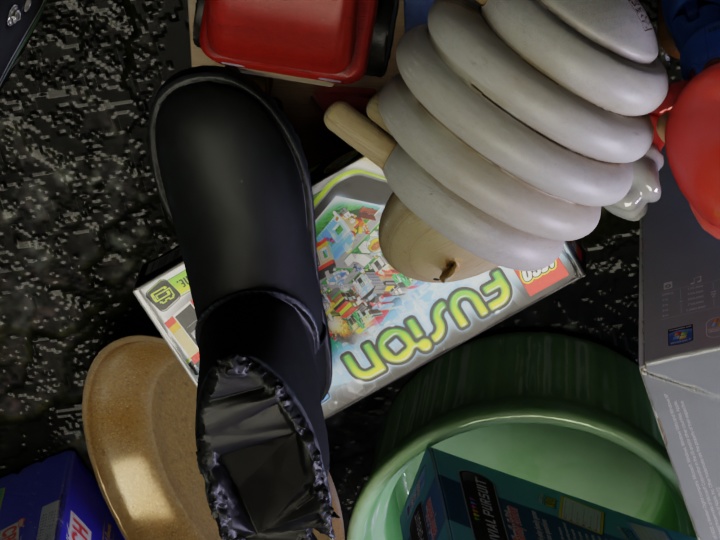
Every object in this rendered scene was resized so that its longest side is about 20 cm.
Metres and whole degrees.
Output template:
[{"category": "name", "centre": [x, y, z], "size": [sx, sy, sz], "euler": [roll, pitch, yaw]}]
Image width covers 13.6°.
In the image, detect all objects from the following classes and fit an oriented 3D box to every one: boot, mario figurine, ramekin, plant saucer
[{"category": "boot", "centre": [-0.054, 0.023, 1.391], "size": [0.073, 0.163, 0.199], "euler": [-11, 115, 7]}, {"category": "mario figurine", "centre": [0.184, -0.072, 1.445], "size": [0.106, 0.200, 0.124], "euler": [31, 121, -14]}, {"category": "ramekin", "centre": [0.094, 0.131, 1.648], "size": [0.198, 0.098, 0.201], "euler": [2, 124, 4]}, {"category": "plant saucer", "centre": [-0.072, 0.117, 1.644], "size": [0.200, 0.035, 0.201], "euler": [29, 136, 33]}]

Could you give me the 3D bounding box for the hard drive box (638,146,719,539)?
[{"category": "hard drive box", "centre": [0.195, 0.044, 1.521], "size": [0.076, 0.201, 0.157], "euler": [-13, 122, 13]}]

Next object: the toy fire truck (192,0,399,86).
[{"category": "toy fire truck", "centre": [-0.010, -0.178, 1.368], "size": [0.128, 0.200, 0.177], "euler": [10, 89, 4]}]

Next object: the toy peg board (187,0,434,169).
[{"category": "toy peg board", "centre": [0.010, -0.079, 1.520], "size": [0.198, 0.098, 0.200], "euler": [1, 124, 4]}]

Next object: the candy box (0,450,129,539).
[{"category": "candy box", "centre": [-0.149, 0.231, 1.694], "size": [0.077, 0.169, 0.201], "euler": [-22, 118, 16]}]

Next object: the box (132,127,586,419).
[{"category": "box", "centre": [0.000, 0.000, 1.492], "size": [0.199, 0.035, 0.110], "euler": [-30, 106, 14]}]

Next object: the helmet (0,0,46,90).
[{"category": "helmet", "centre": [-0.230, -0.170, 1.427], "size": [0.198, 0.192, 0.200], "euler": [8, 159, 3]}]

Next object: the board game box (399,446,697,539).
[{"category": "board game box", "centre": [0.123, 0.164, 1.514], "size": [0.199, 0.151, 0.047], "euler": [19, 104, -8]}]

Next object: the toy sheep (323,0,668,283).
[{"category": "toy sheep", "centre": [0.072, -0.078, 1.377], "size": [0.137, 0.138, 0.201], "euler": [27, 112, -13]}]
